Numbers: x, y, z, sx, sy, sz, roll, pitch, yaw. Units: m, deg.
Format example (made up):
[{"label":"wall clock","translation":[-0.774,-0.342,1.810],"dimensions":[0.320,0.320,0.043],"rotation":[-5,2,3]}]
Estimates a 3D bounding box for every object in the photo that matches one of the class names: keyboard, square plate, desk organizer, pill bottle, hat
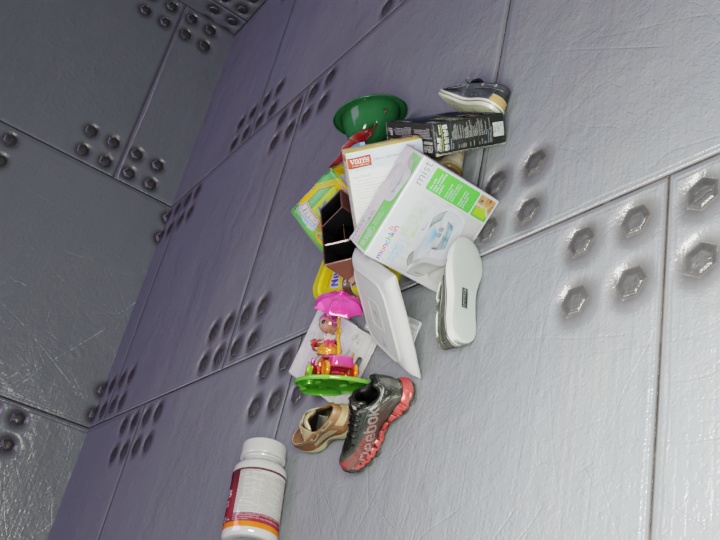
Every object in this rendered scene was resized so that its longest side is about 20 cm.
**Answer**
[{"label":"keyboard","translation":[0.059,0.105,1.611],"dimensions":[0.056,0.011,0.200],"rotation":[-64,25,-3]},{"label":"square plate","translation":[0.039,0.075,1.503],"dimensions":[0.028,0.198,0.200],"rotation":[-20,21,-14]},{"label":"desk organizer","translation":[-0.027,-0.068,1.675],"dimensions":[0.072,0.077,0.200],"rotation":[-44,29,24]},{"label":"pill bottle","translation":[-0.203,0.437,1.662],"dimensions":[0.110,0.110,0.200],"rotation":[-38,35,41]},{"label":"hat","translation":[0.024,-0.279,1.917],"dimensions":[0.166,0.200,0.176],"rotation":[73,-174,-65]}]

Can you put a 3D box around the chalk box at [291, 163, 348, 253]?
[{"label":"chalk box","translation":[-0.058,-0.128,1.876],"dimensions":[0.200,0.124,0.124],"rotation":[-45,-10,33]}]

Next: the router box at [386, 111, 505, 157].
[{"label":"router box","translation":[0.158,-0.261,1.612],"dimensions":[0.200,0.150,0.062],"rotation":[-158,57,-64]}]

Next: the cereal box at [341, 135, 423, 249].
[{"label":"cereal box","translation":[0.052,-0.136,1.551],"dimensions":[0.040,0.144,0.200],"rotation":[-123,23,-66]}]

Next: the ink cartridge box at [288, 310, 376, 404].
[{"label":"ink cartridge box","translation":[-0.046,0.178,1.714],"dimensions":[0.200,0.050,0.161],"rotation":[27,91,46]}]

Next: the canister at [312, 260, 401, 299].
[{"label":"canister","translation":[0.000,0.000,1.738],"dimensions":[0.200,0.087,0.149],"rotation":[-12,53,57]}]

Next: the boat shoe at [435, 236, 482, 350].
[{"label":"boat shoe","translation":[0.156,0.037,1.424],"dimensions":[0.064,0.071,0.200],"rotation":[-29,43,48]}]

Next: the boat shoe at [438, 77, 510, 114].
[{"label":"boat shoe","translation":[0.225,-0.341,1.668],"dimensions":[0.062,0.075,0.200],"rotation":[-58,30,-3]}]

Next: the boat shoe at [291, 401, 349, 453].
[{"label":"boat shoe","translation":[-0.077,0.289,1.611],"dimensions":[0.200,0.074,0.076],"rotation":[-34,37,45]}]

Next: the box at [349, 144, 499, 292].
[{"label":"box","translation":[0.111,-0.092,1.510],"dimensions":[0.200,0.176,0.097],"rotation":[-57,27,9]}]

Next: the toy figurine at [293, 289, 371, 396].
[{"label":"toy figurine","translation":[-0.050,0.132,1.598],"dimensions":[0.200,0.150,0.184],"rotation":[139,137,-65]}]

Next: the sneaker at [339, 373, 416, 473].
[{"label":"sneaker","translation":[0.008,0.257,1.457],"dimensions":[0.201,0.098,0.071],"rotation":[-58,27,13]}]

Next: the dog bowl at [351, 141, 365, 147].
[{"label":"dog bowl","translation":[0.068,-0.235,1.782],"dimensions":[0.200,0.111,0.050],"rotation":[-7,72,34]}]

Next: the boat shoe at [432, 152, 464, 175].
[{"label":"boat shoe","translation":[0.133,-0.190,1.701],"dimensions":[0.200,0.071,0.065],"rotation":[-16,45,47]}]
